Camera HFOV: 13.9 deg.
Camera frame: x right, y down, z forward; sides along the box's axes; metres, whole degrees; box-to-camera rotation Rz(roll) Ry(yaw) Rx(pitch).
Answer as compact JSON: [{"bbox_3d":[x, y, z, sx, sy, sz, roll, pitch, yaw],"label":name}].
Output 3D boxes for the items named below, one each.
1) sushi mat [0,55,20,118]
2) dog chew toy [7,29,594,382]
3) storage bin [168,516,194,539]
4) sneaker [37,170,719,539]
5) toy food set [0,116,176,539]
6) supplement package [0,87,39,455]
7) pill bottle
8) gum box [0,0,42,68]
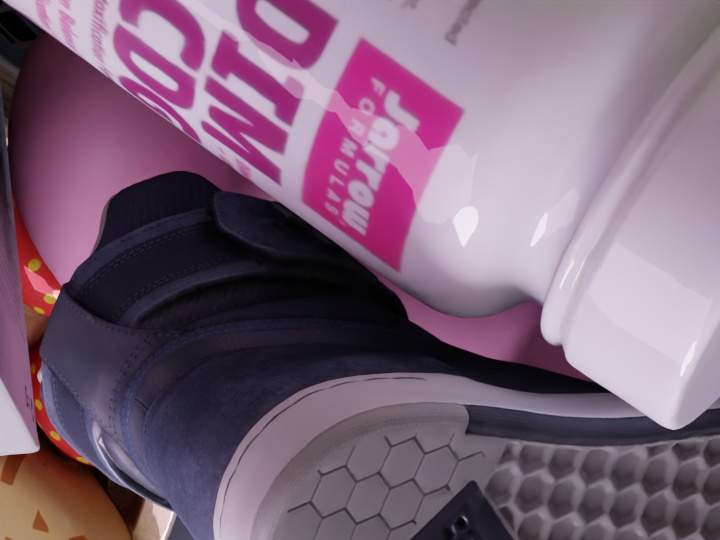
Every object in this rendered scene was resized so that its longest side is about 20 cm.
[{"bbox_3d":[-0.126,-0.045,0.919,0.200,0.012,0.096,32,146,-7],"label":"sushi mat"},{"bbox_3d":[0.000,0.000,0.779,0.200,0.125,0.125,49,165,5],"label":"dog chew toy"},{"bbox_3d":[-0.054,0.081,1.023,0.134,0.146,0.200,10,-172,35],"label":"storage bin"},{"bbox_3d":[0.019,0.037,0.693,0.202,0.077,0.146,16,-170,-40],"label":"sneaker"},{"bbox_3d":[-0.144,0.036,0.916,0.198,0.049,0.200,24,120,17],"label":"toy food set"},{"bbox_3d":[-0.169,-0.058,0.742,0.191,0.147,0.200,95,167,-76],"label":"supplement package"},{"bbox_3d":[0.014,-0.062,0.630,0.200,0.113,0.113,36,164,14],"label":"pill bottle"},{"bbox_3d":[-0.067,-0.062,0.942,0.170,0.045,0.200,45,165,-18],"label":"gum box"}]
